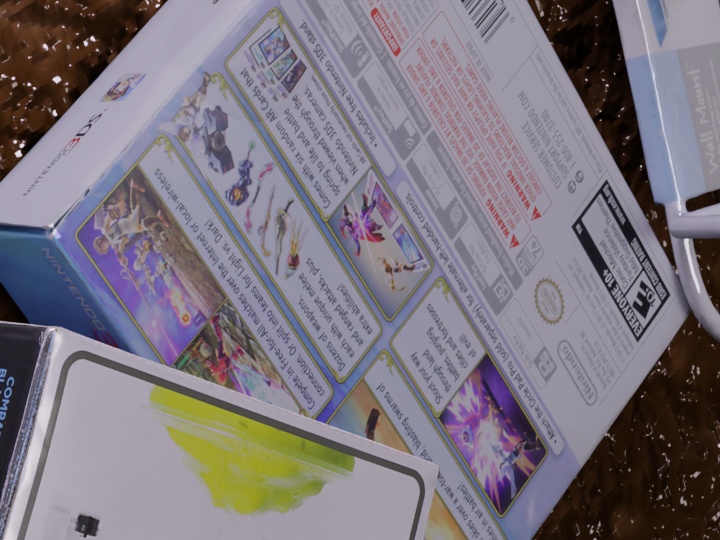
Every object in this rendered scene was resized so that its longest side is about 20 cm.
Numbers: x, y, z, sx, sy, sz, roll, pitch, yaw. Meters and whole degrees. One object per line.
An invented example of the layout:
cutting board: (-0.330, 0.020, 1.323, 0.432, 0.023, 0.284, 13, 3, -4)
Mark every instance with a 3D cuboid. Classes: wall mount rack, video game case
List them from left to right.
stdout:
video game case: (0.000, 0.000, 0.816, 0.181, 0.045, 0.200, -52, 125, -30)
wall mount rack: (0.114, -0.075, 0.865, 0.174, 0.074, 0.201, -16, 93, -60)

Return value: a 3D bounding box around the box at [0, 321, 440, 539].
box: (-0.094, 0.049, 0.623, 0.116, 0.200, 0.060, 23, 78, -42)
